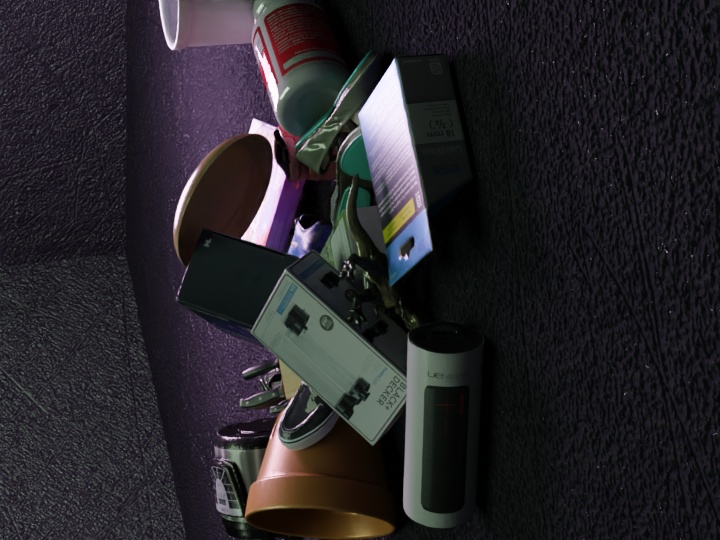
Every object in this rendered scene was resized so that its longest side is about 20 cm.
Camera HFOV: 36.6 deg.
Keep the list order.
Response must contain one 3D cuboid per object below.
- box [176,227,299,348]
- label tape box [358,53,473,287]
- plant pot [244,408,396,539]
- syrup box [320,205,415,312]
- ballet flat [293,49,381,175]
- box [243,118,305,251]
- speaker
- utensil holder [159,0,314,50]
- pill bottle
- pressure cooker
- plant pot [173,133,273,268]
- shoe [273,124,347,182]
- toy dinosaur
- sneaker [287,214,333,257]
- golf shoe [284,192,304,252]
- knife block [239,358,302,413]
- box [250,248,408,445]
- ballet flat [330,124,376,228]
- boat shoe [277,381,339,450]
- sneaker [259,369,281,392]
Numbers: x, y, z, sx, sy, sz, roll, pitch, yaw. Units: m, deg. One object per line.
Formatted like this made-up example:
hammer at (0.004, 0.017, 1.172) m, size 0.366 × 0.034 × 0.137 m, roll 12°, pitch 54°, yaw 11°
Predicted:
box at (-0.137, 0.036, 1.468) m, size 0.200 × 0.146 × 0.106 m, roll 49°, pitch -120°, yaw -69°
label tape box at (0.061, -0.101, 1.141) m, size 0.144 × 0.062 × 0.204 m, roll 136°, pitch 126°, yaw -68°
plant pot at (-0.047, 0.262, 1.423) m, size 0.200 × 0.196 × 0.143 m, roll 126°, pitch 151°, yaw -63°
syrup box at (0.000, 0.000, 1.331) m, size 0.200 × 0.080 × 0.080 m, roll 119°, pitch 142°, yaw -64°
ballet flat at (-0.013, -0.189, 1.338) m, size 0.064 × 0.068 × 0.200 m, roll 41°, pitch 135°, yaw -5°
box at (-0.143, -0.116, 1.641) m, size 0.136 × 0.039 × 0.204 m, roll 27°, pitch 102°, yaw 51°
speaker at (0.085, 0.159, 1.130) m, size 0.081 × 0.080 × 0.204 m, roll -136°, pitch 43°, yaw -62°
utensil holder at (-0.179, -0.408, 1.554) m, size 0.170 × 0.196 × 0.174 m, roll 173°, pitch 90°, yaw -71°
pill bottle at (-0.081, -0.282, 1.433) m, size 0.113 × 0.110 × 0.202 m, roll 106°, pitch 151°, yaw -49°
pressure cooker at (-0.142, 0.346, 1.739) m, size 0.176 × 0.175 × 0.204 m, roll -22°, pitch -73°, yaw -77°
plant pot at (-0.185, -0.095, 1.441) m, size 0.027 × 0.200 × 0.202 m, roll 29°, pitch 137°, yaw 17°
shoe at (-0.079, -0.206, 1.485) m, size 0.072 × 0.089 × 0.203 m, roll 111°, pitch 147°, yaw -54°
toy dinosaur at (0.012, 0.005, 1.193) m, size 0.047 × 0.088 × 0.202 m, roll -11°, pitch 114°, yaw 41°
sneaker at (-0.065, -0.030, 1.557) m, size 0.200 × 0.077 × 0.091 m, roll 161°, pitch 119°, yaw -71°
golf shoe at (-0.120, -0.087, 1.680) m, size 0.088 × 0.076 × 0.203 m, roll 132°, pitch 129°, yaw -57°
knife block at (-0.068, 0.134, 1.435) m, size 0.200 × 0.172 × 0.065 m, roll 127°, pitch 132°, yaw -64°
box at (-0.020, 0.088, 1.249) m, size 0.199 × 0.060 × 0.117 m, roll 42°, pitch 128°, yaw 9°
ballet flat at (0.002, -0.124, 1.317) m, size 0.202 × 0.071 × 0.073 m, roll 109°, pitch 149°, yaw -50°
boat shoe at (-0.041, 0.134, 1.339) m, size 0.200 × 0.068 × 0.072 m, roll -46°, pitch 48°, yaw 6°
sneaker at (-0.096, 0.126, 1.610) m, size 0.076 × 0.113 × 0.204 m, roll 134°, pitch 127°, yaw -67°
